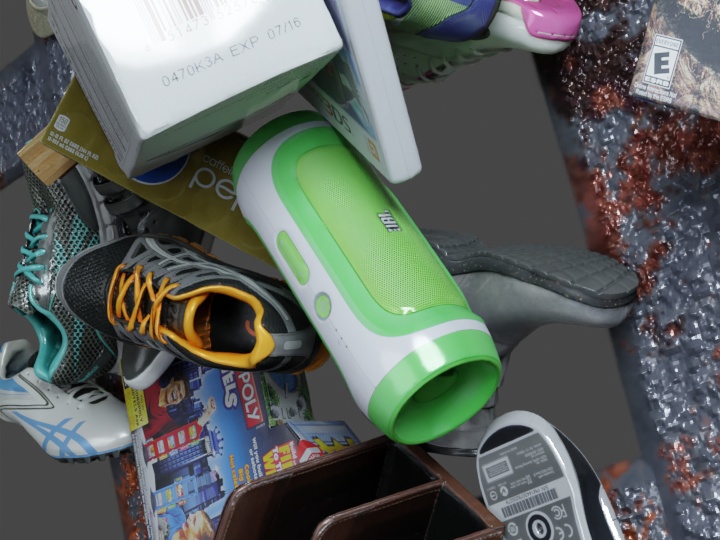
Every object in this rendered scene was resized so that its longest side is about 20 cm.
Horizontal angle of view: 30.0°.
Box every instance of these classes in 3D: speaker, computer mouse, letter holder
[{"bbox_3d":[0.000,0.000,0.772,0.089,0.088,0.201,-53,53,29],"label":"speaker"},{"bbox_3d":[0.128,0.172,0.757,0.109,0.044,0.202,-30,75,44],"label":"computer mouse"},{"bbox_3d":[-0.018,0.218,0.797,0.100,0.141,0.202,39,127,40],"label":"letter holder"}]

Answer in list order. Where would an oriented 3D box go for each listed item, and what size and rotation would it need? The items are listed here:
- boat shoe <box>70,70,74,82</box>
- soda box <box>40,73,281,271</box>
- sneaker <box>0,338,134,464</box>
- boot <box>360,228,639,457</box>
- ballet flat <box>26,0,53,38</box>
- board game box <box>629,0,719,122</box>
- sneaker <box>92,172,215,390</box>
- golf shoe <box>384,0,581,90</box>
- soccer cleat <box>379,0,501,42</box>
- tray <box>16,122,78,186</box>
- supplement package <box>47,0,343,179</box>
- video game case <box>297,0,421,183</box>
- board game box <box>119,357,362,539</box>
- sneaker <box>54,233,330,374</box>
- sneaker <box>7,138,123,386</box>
[{"bbox_3d":[-0.170,-0.178,1.032,0.062,0.072,0.202,26,104,46],"label":"boat shoe"},{"bbox_3d":[-0.103,-0.065,0.884,0.199,0.064,0.068,28,90,-3],"label":"soda box"},{"bbox_3d":[-0.240,0.105,1.090,0.199,0.072,0.073,15,114,44],"label":"sneaker"},{"bbox_3d":[0.081,0.050,0.800,0.199,0.069,0.133,12,103,51],"label":"boot"},{"bbox_3d":[-0.240,-0.270,1.109,0.200,0.062,0.068,-41,62,36],"label":"ballet flat"},{"bbox_3d":[0.239,-0.155,0.620,0.159,0.096,0.202,24,105,42],"label":"board game box"},{"bbox_3d":[-0.157,-0.022,0.953,0.070,0.099,0.202,-4,65,49],"label":"sneaker"},{"bbox_3d":[0.056,-0.149,0.822,0.200,0.075,0.092,31,118,48],"label":"golf shoe"},{"bbox_3d":[-0.001,-0.180,0.763,0.200,0.083,0.065,31,104,47],"label":"soccer cleat"},{"bbox_3d":[-0.151,-0.146,0.960,0.200,0.099,0.037,-38,104,17],"label":"tray"},{"bbox_3d":[-0.100,-0.135,0.750,0.118,0.116,0.200,64,169,-4],"label":"supplement package"},{"bbox_3d":[-0.035,-0.167,0.735,0.182,0.023,0.201,48,160,52],"label":"video game case"},{"bbox_3d":[-0.073,0.126,0.937,0.199,0.061,0.202,-25,69,38],"label":"board game box"},{"bbox_3d":[-0.117,0.021,0.868,0.198,0.077,0.079,9,97,21],"label":"sneaker"},{"bbox_3d":[-0.234,-0.001,1.039,0.077,0.091,0.202,-3,106,51],"label":"sneaker"}]
